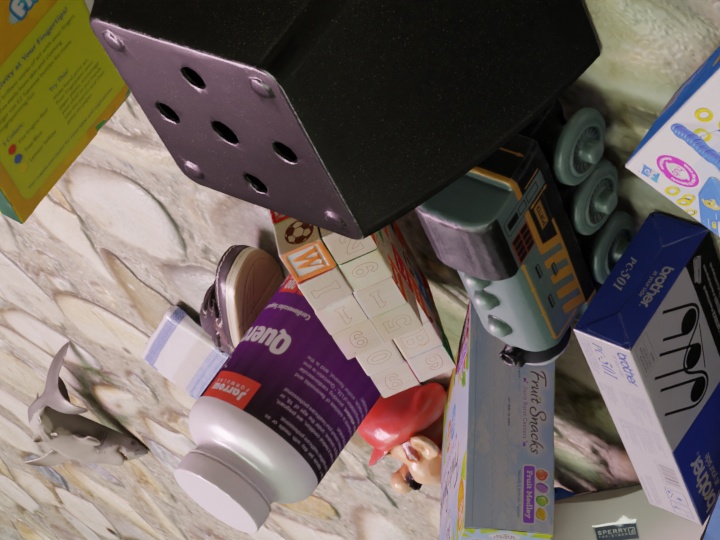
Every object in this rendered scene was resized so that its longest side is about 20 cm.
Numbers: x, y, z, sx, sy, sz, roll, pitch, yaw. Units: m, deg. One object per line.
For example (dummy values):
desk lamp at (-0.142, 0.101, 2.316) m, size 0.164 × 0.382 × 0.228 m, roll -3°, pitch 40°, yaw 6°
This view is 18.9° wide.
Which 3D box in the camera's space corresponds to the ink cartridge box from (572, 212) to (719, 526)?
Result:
ink cartridge box at (0.196, 0.064, 1.334) m, size 0.044 × 0.094 × 0.200 m, roll 21°, pitch 155°, yaw 35°

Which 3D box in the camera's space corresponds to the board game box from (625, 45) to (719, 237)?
board game box at (0.253, -0.046, 1.069) m, size 0.196 × 0.056 × 0.200 m, roll 37°, pitch 159°, yaw 1°

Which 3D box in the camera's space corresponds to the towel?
towel at (-0.110, 0.110, 2.002) m, size 0.200 × 0.024 × 0.147 m, roll 35°, pitch 157°, yaw -1°

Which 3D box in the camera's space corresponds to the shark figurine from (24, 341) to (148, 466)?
shark figurine at (-0.325, 0.148, 2.350) m, size 0.127 × 0.090 × 0.215 m, roll -8°, pitch 153°, yaw 13°

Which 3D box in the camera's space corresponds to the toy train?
toy train at (0.096, -0.026, 1.267) m, size 0.085 × 0.114 × 0.200 m, roll 24°, pitch 157°, yaw 31°

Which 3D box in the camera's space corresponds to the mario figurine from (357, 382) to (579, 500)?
mario figurine at (0.081, 0.173, 1.726) m, size 0.200 × 0.106 × 0.124 m, roll 33°, pitch 161°, yaw 6°

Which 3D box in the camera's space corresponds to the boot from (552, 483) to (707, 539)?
boot at (0.224, 0.181, 1.589) m, size 0.199 × 0.090 × 0.073 m, roll -4°, pitch 94°, yaw 31°

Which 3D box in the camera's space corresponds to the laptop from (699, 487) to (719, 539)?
laptop at (0.293, 0.114, 1.256) m, size 0.187 × 0.116 × 0.200 m, roll 24°, pitch 156°, yaw 28°

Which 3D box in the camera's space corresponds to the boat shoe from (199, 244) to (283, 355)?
boat shoe at (-0.099, 0.033, 1.761) m, size 0.065 × 0.072 × 0.200 m, roll 24°, pitch 162°, yaw 16°

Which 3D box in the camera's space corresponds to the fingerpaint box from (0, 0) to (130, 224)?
fingerpaint box at (-0.202, -0.161, 1.335) m, size 0.073 × 0.200 × 0.167 m, roll 24°, pitch 157°, yaw 30°

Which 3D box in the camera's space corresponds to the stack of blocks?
stack of blocks at (0.000, 0.000, 1.469) m, size 0.200 × 0.058 × 0.115 m, roll 59°, pitch -169°, yaw -46°

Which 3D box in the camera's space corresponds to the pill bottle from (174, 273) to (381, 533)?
pill bottle at (-0.053, 0.095, 1.635) m, size 0.112 × 0.200 × 0.113 m, roll 30°, pitch 158°, yaw 14°

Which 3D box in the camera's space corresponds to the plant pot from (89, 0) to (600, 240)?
plant pot at (-0.022, -0.137, 1.140) m, size 0.199 × 0.178 × 0.200 m, roll 20°, pitch 152°, yaw 35°

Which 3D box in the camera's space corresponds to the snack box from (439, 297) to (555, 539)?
snack box at (0.095, 0.134, 1.526) m, size 0.067 × 0.169 × 0.200 m, roll 3°, pitch 157°, yaw -1°
